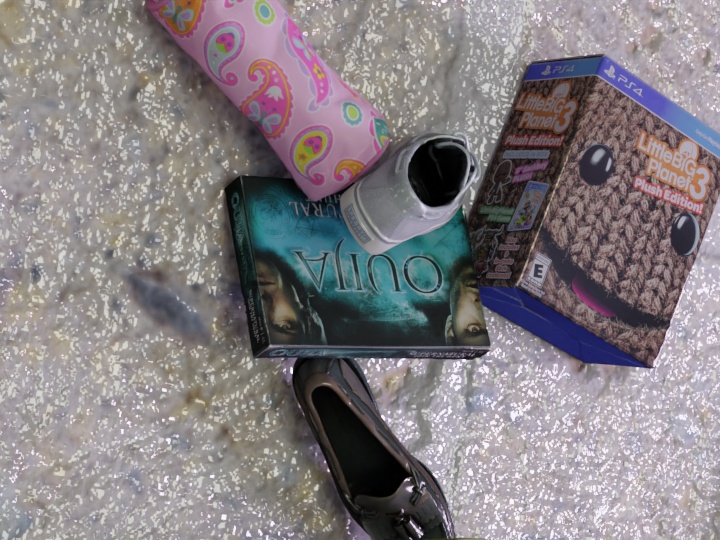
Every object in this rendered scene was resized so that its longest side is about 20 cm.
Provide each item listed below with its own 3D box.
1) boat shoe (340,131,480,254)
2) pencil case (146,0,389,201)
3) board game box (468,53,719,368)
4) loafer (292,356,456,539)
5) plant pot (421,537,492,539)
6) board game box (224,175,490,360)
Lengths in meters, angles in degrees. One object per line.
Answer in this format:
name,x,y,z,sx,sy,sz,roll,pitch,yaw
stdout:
boat shoe,0.053,-0.066,1.575,0.070,0.071,0.201,60,27,-4
pencil case,-0.064,-0.147,1.545,0.087,0.087,0.200,-46,106,-23
board game box,0.186,-0.045,1.709,0.159,0.097,0.201,29,76,-30
loafer,0.007,0.151,1.607,0.072,0.063,0.201,-29,104,9
plant pot,0.020,0.275,1.547,0.186,0.200,0.188,-1,92,-32
board game box,0.000,0.000,1.605,0.199,0.028,0.136,1,68,-33
